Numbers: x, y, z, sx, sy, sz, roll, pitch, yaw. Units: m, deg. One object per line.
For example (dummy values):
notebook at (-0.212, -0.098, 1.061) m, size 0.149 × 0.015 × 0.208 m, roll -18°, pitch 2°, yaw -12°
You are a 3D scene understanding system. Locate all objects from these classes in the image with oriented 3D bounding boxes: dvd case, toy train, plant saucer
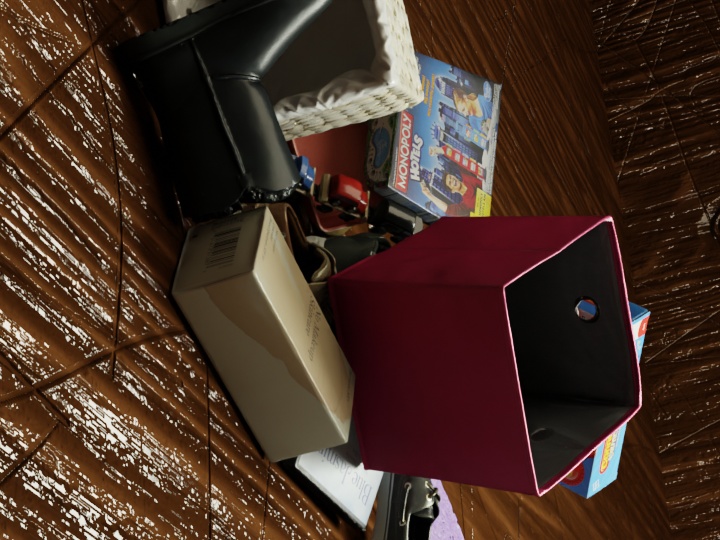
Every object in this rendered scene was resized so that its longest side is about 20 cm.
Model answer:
dvd case at (-0.003, 0.124, 1.503) m, size 0.143 × 0.017 × 0.202 m, roll 49°, pitch 53°, yaw -47°
toy train at (-0.019, -0.073, 1.565) m, size 0.198 × 0.046 × 0.035 m, roll 23°, pitch 64°, yaw -30°
plant saucer at (-0.015, -0.146, 1.658) m, size 0.199 × 0.036 × 0.202 m, roll -15°, pitch 87°, yaw -48°

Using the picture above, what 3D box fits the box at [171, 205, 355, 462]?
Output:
box at (-0.078, 0.057, 1.353) m, size 0.096 × 0.077 × 0.201 m, roll -84°, pitch 153°, yaw -50°

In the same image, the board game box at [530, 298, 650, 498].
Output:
board game box at (0.180, 0.097, 1.613) m, size 0.056 × 0.199 × 0.198 m, roll -24°, pitch 129°, yaw -45°

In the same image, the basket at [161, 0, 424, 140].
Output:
basket at (-0.062, -0.225, 1.444) m, size 0.161 × 0.197 × 0.201 m, roll 16°, pitch 61°, yaw -76°

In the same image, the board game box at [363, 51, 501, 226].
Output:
board game box at (0.054, -0.146, 1.660) m, size 0.199 × 0.061 × 0.202 m, roll 29°, pitch 57°, yaw -35°

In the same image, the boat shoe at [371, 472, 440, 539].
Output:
boat shoe at (0.050, 0.234, 1.556) m, size 0.069 × 0.056 × 0.203 m, roll 33°, pitch 63°, yaw -56°

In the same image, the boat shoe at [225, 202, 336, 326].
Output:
boat shoe at (-0.057, 0.012, 1.464) m, size 0.201 × 0.071 × 0.076 m, roll 57°, pitch 25°, yaw -45°

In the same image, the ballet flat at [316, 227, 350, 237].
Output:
ballet flat at (-0.004, -0.097, 1.728) m, size 0.200 × 0.062 × 0.069 m, roll -68°, pitch 139°, yaw -62°

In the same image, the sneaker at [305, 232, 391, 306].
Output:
sneaker at (0.000, 0.000, 1.602) m, size 0.200 × 0.083 × 0.076 m, roll -7°, pitch 93°, yaw -78°

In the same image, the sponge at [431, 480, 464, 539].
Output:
sponge at (0.074, 0.315, 1.703) m, size 0.201 × 0.029 × 0.113 m, roll -73°, pitch 145°, yaw -60°

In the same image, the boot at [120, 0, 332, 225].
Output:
boot at (-0.084, -0.146, 1.328) m, size 0.170 × 0.198 × 0.076 m, roll 67°, pitch -13°, yaw -11°

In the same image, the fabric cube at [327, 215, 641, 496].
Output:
fabric cube at (0.118, 0.070, 1.473) m, size 0.199 × 0.198 × 0.199 m, roll -29°, pitch 112°, yaw -46°
